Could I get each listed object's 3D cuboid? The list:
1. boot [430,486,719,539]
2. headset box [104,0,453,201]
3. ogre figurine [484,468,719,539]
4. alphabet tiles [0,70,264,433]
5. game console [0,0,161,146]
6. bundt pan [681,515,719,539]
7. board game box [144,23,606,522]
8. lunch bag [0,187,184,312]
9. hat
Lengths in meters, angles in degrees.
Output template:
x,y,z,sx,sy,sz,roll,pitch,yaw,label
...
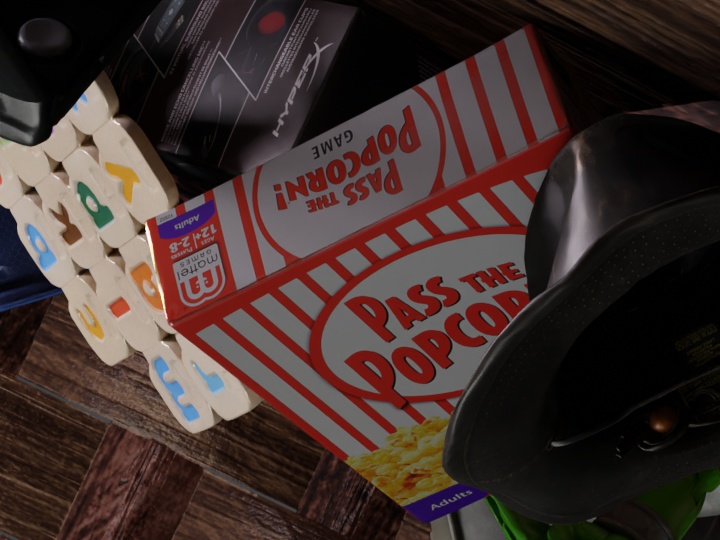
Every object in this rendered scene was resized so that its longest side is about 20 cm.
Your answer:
x,y,z,sx,sy,sz,roll,pitch,yaw,label
0.127,0.105,1.173,0.200,0.073,0.182,-13,109,29,boot
-0.023,-0.052,1.038,0.149,0.075,0.200,29,173,-37,headset box
0.093,0.056,1.057,0.098,0.120,0.200,62,174,-14,ogre figurine
-0.104,-0.027,1.024,0.200,0.015,0.196,57,158,-2,alphabet tiles
-0.176,-0.135,0.880,0.200,0.176,0.117,25,137,10,game console
0.173,0.106,1.309,0.202,0.076,0.202,22,-148,-15,bundt pan
0.040,0.009,0.923,0.200,0.151,0.046,42,-153,-52,board game box
-0.161,-0.052,1.265,0.136,0.133,0.200,-17,-178,-12,lunch bag
0.099,-0.002,0.821,0.201,0.200,0.081,34,-152,-59,hat
